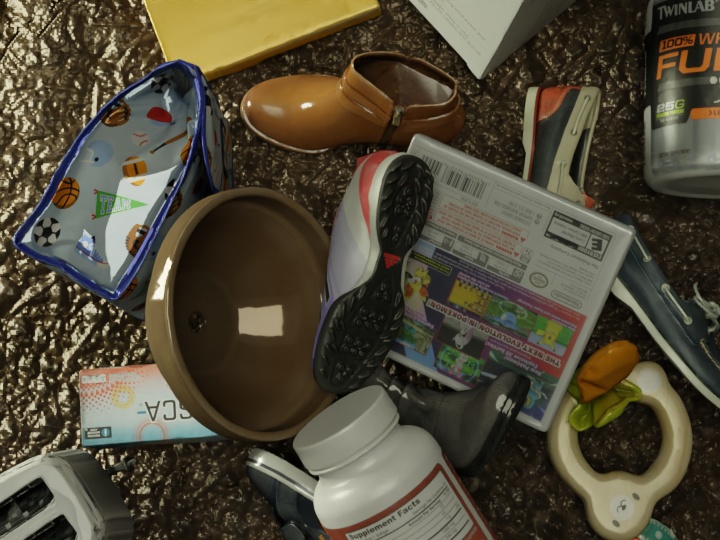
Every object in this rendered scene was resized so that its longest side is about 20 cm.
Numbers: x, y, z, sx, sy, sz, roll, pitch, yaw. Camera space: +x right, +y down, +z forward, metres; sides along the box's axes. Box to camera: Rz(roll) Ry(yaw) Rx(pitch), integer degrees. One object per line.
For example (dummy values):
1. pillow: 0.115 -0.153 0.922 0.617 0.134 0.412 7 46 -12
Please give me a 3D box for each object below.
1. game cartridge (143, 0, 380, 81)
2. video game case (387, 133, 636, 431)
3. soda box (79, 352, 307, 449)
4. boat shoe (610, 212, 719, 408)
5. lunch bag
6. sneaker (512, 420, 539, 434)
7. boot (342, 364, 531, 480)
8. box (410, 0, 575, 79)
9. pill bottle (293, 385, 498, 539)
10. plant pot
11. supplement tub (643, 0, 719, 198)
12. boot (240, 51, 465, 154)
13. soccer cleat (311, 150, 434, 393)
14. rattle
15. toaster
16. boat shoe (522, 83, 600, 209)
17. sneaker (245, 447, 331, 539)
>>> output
1. game cartridge: -0.103 -0.278 1.342 0.199 0.032 0.177 -21 82 1
2. video game case: 0.100 0.009 1.219 0.199 0.023 0.183 25 101 13
3. soda box: -0.138 0.113 1.271 0.199 0.064 0.069 -4 81 2
4. boat shoe: 0.273 0.038 1.270 0.062 0.075 0.200 -41 74 7
5. lunch bag: -0.175 -0.068 1.242 0.123 0.170 0.201 27 83 7
6. sneaker: 0.111 0.043 1.261 0.090 0.066 0.201 -38 81 26
7. boot: 0.050 0.111 1.204 0.131 0.200 0.070 36 56 2
8. box: 0.103 -0.305 1.242 0.131 0.200 0.199 -39 82 -19
9. pill bottle: 0.034 0.196 1.160 0.112 0.112 0.201 -32 100 -3
10. plant pot: -0.106 0.037 1.186 0.092 0.200 0.202 -7 80 42
11. supplement tub: 0.305 -0.169 1.270 0.122 0.123 0.201 1 82 1
12. boot: -0.009 -0.149 1.257 0.199 0.155 0.074 4 81 1
13. soccer cleat: 0.000 0.000 1.198 0.068 0.073 0.201 17 89 -34
14. rattle: 0.231 0.169 1.222 0.129 0.143 0.201 1 76 -17
15. toaster: -0.274 0.222 1.227 0.199 0.129 0.114 -32 84 -3
16. boat shoe: 0.173 -0.067 1.281 0.062 0.071 0.201 1 75 16
17. sneaker: -0.026 0.232 1.245 0.200 0.078 0.080 35 79 4
